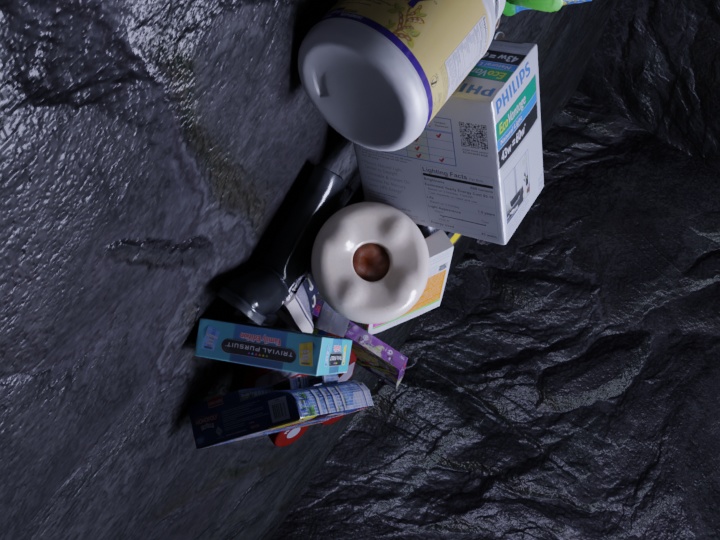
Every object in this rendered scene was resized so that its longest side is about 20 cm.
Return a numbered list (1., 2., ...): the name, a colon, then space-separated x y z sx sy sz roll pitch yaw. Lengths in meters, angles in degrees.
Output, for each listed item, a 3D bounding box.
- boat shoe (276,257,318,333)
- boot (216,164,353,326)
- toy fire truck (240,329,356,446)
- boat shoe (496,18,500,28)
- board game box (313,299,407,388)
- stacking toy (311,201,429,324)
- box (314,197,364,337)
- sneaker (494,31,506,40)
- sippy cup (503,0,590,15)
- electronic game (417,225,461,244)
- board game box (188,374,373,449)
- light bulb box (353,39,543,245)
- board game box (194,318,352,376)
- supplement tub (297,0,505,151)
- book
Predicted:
1. boat shoe: -0.077 0.027 1.272 0.093 0.074 0.200 -49 168 -12
2. boot: -0.084 -0.034 1.092 0.201 0.065 0.165 -55 178 -1
3. toy fire truck: -0.089 0.163 1.390 0.199 0.112 0.169 -22 148 -27
4. boat shoe: 0.160 -0.331 1.366 0.201 0.075 0.072 -61 171 26
5. board game box: -0.016 0.113 1.465 0.032 0.199 0.120 -55 170 -14
6. stacking toy: 0.000 0.000 1.170 0.147 0.146 0.200 -56 -176 -11
7. box: -0.010 -0.010 1.382 0.200 0.048 0.160 -67 177 -71
8. sneaker: 0.167 -0.283 1.438 0.073 0.084 0.202 40 65 -52
9. sippy cup: 0.269 -0.433 1.290 0.140 0.129 0.180 40 55 -76
10. electronic game: 0.098 -0.056 1.356 0.199 0.042 0.201 -33 156 -17
11. board game box: -0.091 0.181 1.234 0.199 0.062 0.199 -21 168 36
12. light bulb box: 0.101 -0.161 1.071 0.125 0.197 0.201 -52 144 -36
13. board game box: -0.102 0.097 1.140 0.200 0.149 0.048 27 71 -79
14. supplement tub: 0.046 -0.234 0.907 0.201 0.145 0.146 -53 169 -28
15. book: 0.065 0.026 1.362 0.133 0.048 0.200 -27 160 -14
